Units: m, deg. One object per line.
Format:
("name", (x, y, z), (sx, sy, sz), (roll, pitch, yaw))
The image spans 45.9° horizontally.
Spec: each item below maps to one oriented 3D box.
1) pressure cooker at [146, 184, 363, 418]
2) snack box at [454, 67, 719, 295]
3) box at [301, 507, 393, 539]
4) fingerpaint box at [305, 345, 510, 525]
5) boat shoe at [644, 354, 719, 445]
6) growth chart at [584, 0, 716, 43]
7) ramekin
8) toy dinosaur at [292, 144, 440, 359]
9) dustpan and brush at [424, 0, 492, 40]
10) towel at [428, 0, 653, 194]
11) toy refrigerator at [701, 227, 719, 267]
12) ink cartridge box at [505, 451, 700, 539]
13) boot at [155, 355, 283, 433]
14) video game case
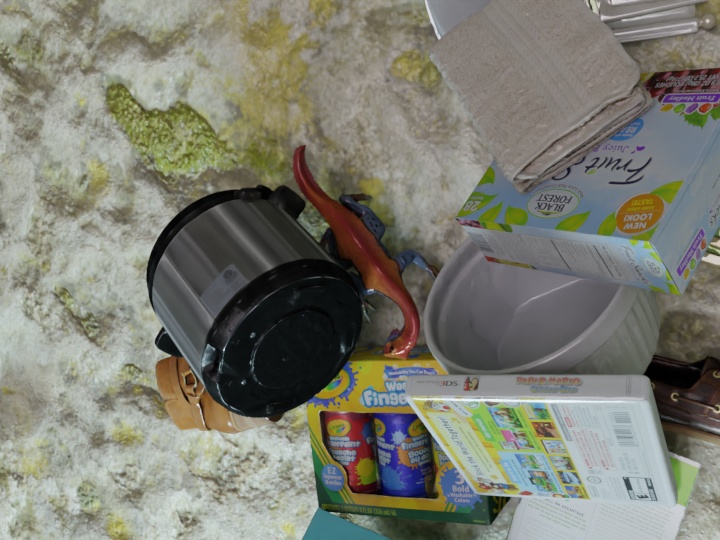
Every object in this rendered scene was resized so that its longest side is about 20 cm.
("pressure cooker", (-0.112, 0.018, 0.834), (0.200, 0.174, 0.181), (43, 141, 39))
("snack box", (0.199, -0.078, 0.686), (0.199, 0.068, 0.170), (12, 62, 55))
("box", (0.038, 0.307, 0.856), (0.198, 0.083, 0.050), (12, 62, 36))
("fingerpaint box", (0.045, 0.167, 0.888), (0.197, 0.073, 0.170), (-3, 97, 27))
("boat shoe", (0.302, 0.111, 0.750), (0.197, 0.070, 0.072), (5, 104, 26))
("growth chart", (0.246, -0.296, 0.733), (0.142, 0.018, 0.203), (4, 100, 14))
("ramekin", (0.164, 0.041, 0.745), (0.198, 0.202, 0.105), (-23, 126, 28))
("toy dinosaur", (0.000, 0.000, 0.840), (0.105, 0.199, 0.182), (-47, 31, 11))
("dustpan and brush", (0.147, -0.196, 0.801), (0.138, 0.057, 0.203), (-14, 85, 16))
("towel", (0.142, -0.167, 0.709), (0.132, 0.034, 0.201), (-35, 50, 12))
("toy refrigerator", (0.333, -0.036, 0.713), (0.198, 0.070, 0.077), (21, 106, 22))
("ink cartridge box", (0.226, 0.237, 0.807), (0.146, 0.076, 0.203), (19, 105, 24))
("boot", (-0.176, 0.094, 1.000), (0.153, 0.076, 0.203), (-11, 100, 32))
("video game case", (0.152, 0.140, 0.690), (0.179, 0.201, 0.023), (-3, 54, 25))
